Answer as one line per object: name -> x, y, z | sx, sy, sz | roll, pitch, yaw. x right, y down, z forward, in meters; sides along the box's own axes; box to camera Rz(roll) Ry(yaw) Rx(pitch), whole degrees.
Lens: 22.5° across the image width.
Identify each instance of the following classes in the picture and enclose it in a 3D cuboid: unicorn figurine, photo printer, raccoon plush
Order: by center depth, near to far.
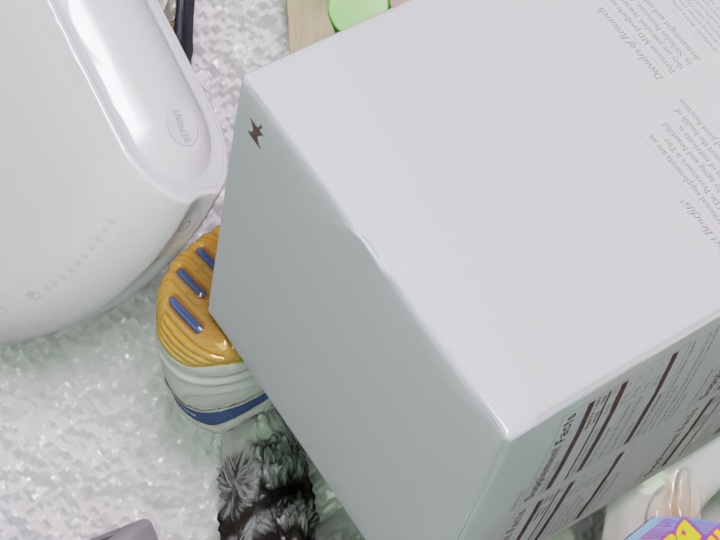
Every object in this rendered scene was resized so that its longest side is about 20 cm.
unicorn figurine -> 0.131, 0.065, 0.739 | 0.198, 0.074, 0.138 | -19, 62, 0
photo printer -> -0.149, -0.075, 0.750 | 0.166, 0.069, 0.201 | -29, 87, 39
raccoon plush -> 0.020, 0.150, 0.769 | 0.133, 0.097, 0.202 | 13, 62, -34

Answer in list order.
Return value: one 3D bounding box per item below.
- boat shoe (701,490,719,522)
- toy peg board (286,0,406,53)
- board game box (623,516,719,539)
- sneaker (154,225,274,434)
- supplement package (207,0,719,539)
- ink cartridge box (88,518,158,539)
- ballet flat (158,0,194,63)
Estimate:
boat shoe -> 0.132, 0.188, 0.765 | 0.073, 0.060, 0.202 | 2, 74, 13
toy peg board -> 0.061, -0.171, 0.760 | 0.197, 0.098, 0.202 | -3, 89, 3
board game box -> 0.115, 0.194, 0.681 | 0.200, 0.039, 0.158 | -39, 97, 2
sneaker -> 0.000, 0.000, 0.775 | 0.199, 0.088, 0.076 | -23, 60, -20
supplement package -> 0.071, -0.010, 0.651 | 0.199, 0.151, 0.152 | -27, 67, -24
ink cartridge box -> -0.139, 0.159, 0.711 | 0.115, 0.200, 0.068 | -22, 88, 3
ballet flat -> -0.103, -0.172, 0.783 | 0.072, 0.073, 0.202 | -5, 88, 3
